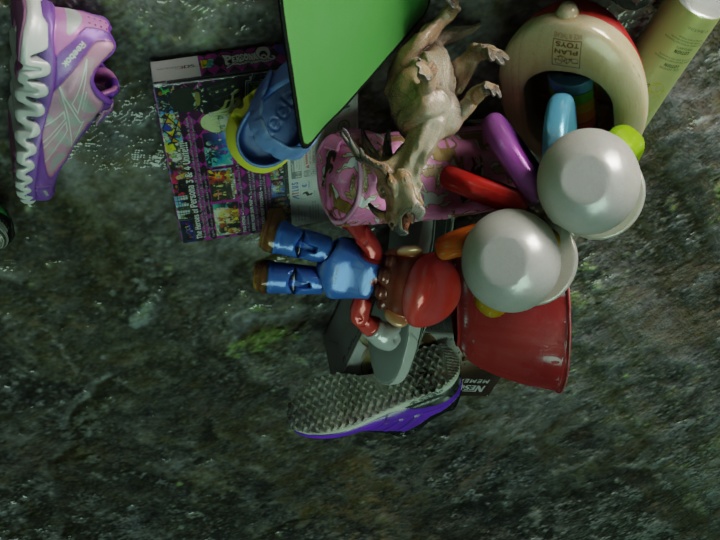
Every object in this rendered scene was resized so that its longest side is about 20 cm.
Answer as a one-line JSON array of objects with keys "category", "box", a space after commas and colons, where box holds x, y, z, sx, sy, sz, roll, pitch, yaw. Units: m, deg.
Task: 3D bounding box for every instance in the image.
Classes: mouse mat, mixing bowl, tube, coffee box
[{"category": "mouse mat", "box": [0.002, -0.207, 0.843, 0.007, 0.201, 0.162, 25, 147, 23]}, {"category": "mixing bowl", "box": [0.148, 0.028, 1.138, 0.106, 0.203, 0.202, -4, 141, 1]}, {"category": "tube", "box": [0.267, -0.178, 1.040, 0.052, 0.058, 0.201, -43, 168, -41]}, {"category": "coffee box", "box": [0.071, 0.076, 1.252, 0.196, 0.081, 0.114, 5, 137, -21]}]

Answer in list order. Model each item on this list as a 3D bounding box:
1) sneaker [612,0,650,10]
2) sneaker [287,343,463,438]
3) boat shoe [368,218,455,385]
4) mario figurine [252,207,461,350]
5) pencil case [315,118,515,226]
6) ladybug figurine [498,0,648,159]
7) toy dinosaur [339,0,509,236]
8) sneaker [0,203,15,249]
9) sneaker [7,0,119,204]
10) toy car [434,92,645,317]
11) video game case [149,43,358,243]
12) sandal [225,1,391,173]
[{"category": "sneaker", "box": [0.141, -0.260, 0.893, 0.115, 0.077, 0.199, -33, 127, 30]}, {"category": "sneaker", "box": [0.021, 0.154, 1.211, 0.197, 0.070, 0.100, -16, 143, 5]}, {"category": "boat shoe", "box": [0.059, 0.020, 1.133, 0.063, 0.070, 0.204, 3, 104, -35]}, {"category": "mario figurine", "box": [0.000, 0.000, 1.061, 0.196, 0.107, 0.124, 14, 145, -1]}, {"category": "pencil case", "box": [0.055, -0.091, 1.016, 0.197, 0.088, 0.083, -9, 164, -30]}, {"category": "ladybug figurine", "box": [0.193, -0.169, 0.985, 0.133, 0.073, 0.201, 13, 152, 18]}, {"category": "toy dinosaur", "box": [0.046, -0.144, 0.922, 0.085, 0.202, 0.135, 32, 136, -21]}, {"category": "sneaker", "box": [-0.406, -0.031, 0.973, 0.196, 0.086, 0.079, 0, 139, -19]}, {"category": "sneaker", "box": [-0.245, -0.134, 0.912, 0.087, 0.081, 0.202, -4, 139, -24]}, {"category": "toy car", "box": [0.146, -0.064, 0.946, 0.200, 0.150, 0.175, -46, 167, 13]}, {"category": "video game case", "box": [-0.089, -0.115, 1.010, 0.178, 0.036, 0.202, -10, 141, -8]}, {"category": "sandal", "box": [-0.035, -0.160, 0.891, 0.079, 0.087, 0.202, 28, 98, -17]}]
